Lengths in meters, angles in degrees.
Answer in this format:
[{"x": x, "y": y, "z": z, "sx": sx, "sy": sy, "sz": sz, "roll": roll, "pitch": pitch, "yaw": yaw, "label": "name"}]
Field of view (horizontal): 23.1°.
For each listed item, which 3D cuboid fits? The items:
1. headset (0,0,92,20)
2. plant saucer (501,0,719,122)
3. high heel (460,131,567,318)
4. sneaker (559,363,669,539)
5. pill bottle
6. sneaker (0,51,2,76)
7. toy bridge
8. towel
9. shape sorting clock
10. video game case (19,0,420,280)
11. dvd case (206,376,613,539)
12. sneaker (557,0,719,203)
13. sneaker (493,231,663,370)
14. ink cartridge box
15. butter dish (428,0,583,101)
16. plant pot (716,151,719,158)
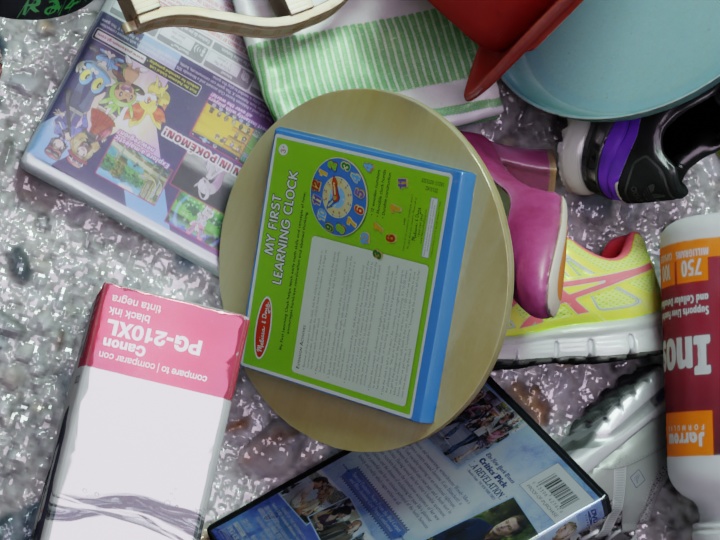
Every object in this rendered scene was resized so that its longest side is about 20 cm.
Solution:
[{"x": -0.219, "y": -0.226, "z": 0.989, "sx": 0.200, "sy": 0.094, "sz": 0.123, "roll": 44, "pitch": 45, "yaw": 18, "label": "headset"}, {"x": 0.170, "y": -0.168, "z": 1.061, "sx": 0.201, "sy": 0.199, "sz": 0.027, "roll": -54, "pitch": 139, "yaw": -11, "label": "plant saucer"}, {"x": 0.067, "y": -0.029, "z": 1.006, "sx": 0.095, "sy": 0.201, "sz": 0.068, "roll": 3, "pitch": 120, "yaw": 1, "label": "high heel"}, {"x": 0.135, "y": 0.147, "z": 1.061, "sx": 0.200, "sy": 0.075, "sz": 0.082, "roll": -41, "pitch": 94, "yaw": -13, "label": "sneaker"}, {"x": 0.233, "y": 0.071, "z": 1.030, "sx": 0.112, "sy": 0.113, "sz": 0.202, "roll": 1, "pitch": 82, "yaw": -12, "label": "pill bottle"}, {"x": -0.273, "y": -0.064, "z": 0.970, "sx": 0.067, "sy": 0.108, "sz": 0.202, "roll": 41, "pitch": 78, "yaw": -6, "label": "sneaker"}, {"x": -0.048, "y": -0.172, "z": 1.026, "sx": 0.199, "sy": 0.027, "sz": 0.068, "roll": -24, "pitch": 85, "yaw": -21, "label": "toy bridge"}, {"x": -0.005, "y": -0.173, "z": 1.064, "sx": 0.151, "sy": 0.023, "sz": 0.202, "roll": -15, "pitch": 83, "yaw": -19, "label": "towel"}, {"x": 0.000, "y": 0.000, "z": 0.984, "sx": 0.198, "sy": 0.039, "sz": 0.202, "roll": 3, "pitch": 95, "yaw": 31, "label": "shape sorting clock"}, {"x": -0.075, "y": -0.095, "z": 1.063, "sx": 0.199, "sy": 0.023, "sz": 0.183, "roll": 29, "pitch": 80, "yaw": -10, "label": "video game case"}, {"x": 0.025, "y": 0.143, "z": 1.012, "sx": 0.199, "sy": 0.143, "sz": 0.018, "roll": -28, "pitch": 126, "yaw": -13, "label": "dvd case"}, {"x": 0.206, "y": -0.122, "z": 1.074, "sx": 0.070, "sy": 0.099, "sz": 0.201, "roll": 46, "pitch": 67, "yaw": -47, "label": "sneaker"}, {"x": 0.095, "y": 0.014, "z": 1.068, "sx": 0.198, "sy": 0.078, "sz": 0.091, "roll": -3, "pitch": 86, "yaw": -24, "label": "sneaker"}, {"x": -0.130, "y": 0.118, "z": 0.968, "sx": 0.084, "sy": 0.145, "sz": 0.202, "roll": 14, "pitch": 82, "yaw": -9, "label": "ink cartridge box"}, {"x": 0.082, "y": -0.234, "z": 0.994, "sx": 0.147, "sy": 0.199, "sz": 0.201, "roll": 29, "pitch": 59, "yaw": -12, "label": "butter dish"}, {"x": 0.335, "y": -0.130, "z": 1.070, "sx": 0.198, "sy": 0.193, "sz": 0.203, "roll": 1, "pitch": 85, "yaw": -12, "label": "plant pot"}]
